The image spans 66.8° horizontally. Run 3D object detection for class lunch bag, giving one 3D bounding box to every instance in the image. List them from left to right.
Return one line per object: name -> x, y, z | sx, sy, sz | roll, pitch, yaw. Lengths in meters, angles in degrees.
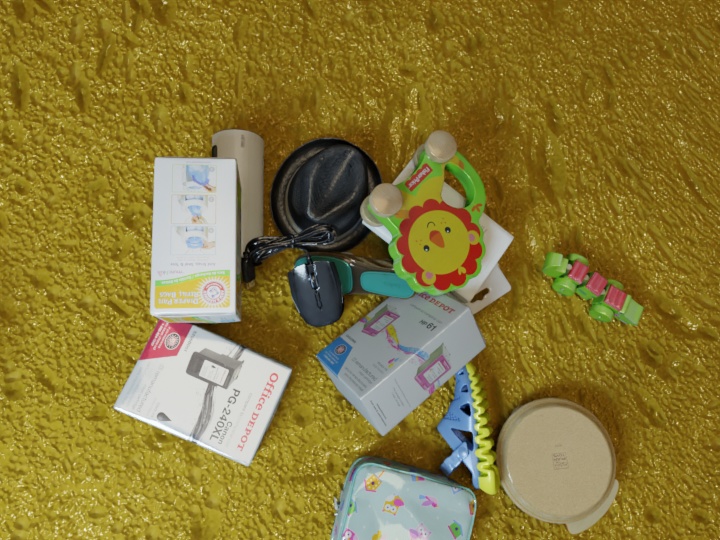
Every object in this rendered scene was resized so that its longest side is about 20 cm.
lunch bag -> 0.057, 0.367, 0.792 | 0.200, 0.077, 0.161 | 17, 79, -7

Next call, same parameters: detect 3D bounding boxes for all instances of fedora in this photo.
fedora -> -0.048, -0.127, 0.853 | 0.200, 0.092, 0.201 | 2, 79, -10

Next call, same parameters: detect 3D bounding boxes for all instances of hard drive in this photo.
hard drive -> 0.120, -0.062, 0.836 | 0.200, 0.026, 0.132 | 38, 73, 0

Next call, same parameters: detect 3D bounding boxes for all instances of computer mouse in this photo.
computer mouse -> -0.091, 0.028, 0.776 | 0.140, 0.200, 0.046 | -10, 44, -7

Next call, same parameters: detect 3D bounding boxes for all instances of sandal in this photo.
sandal -> 0.157, 0.237, 0.837 | 0.087, 0.079, 0.200 | -10, 69, 20

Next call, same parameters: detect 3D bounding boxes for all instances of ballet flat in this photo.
ballet flat -> 0.000, 0.000, 0.842 | 0.200, 0.072, 0.068 | 5, 114, 17

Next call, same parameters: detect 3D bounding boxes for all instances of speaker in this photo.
speaker -> -0.187, -0.106, 0.831 | 0.081, 0.081, 0.200 | 0, 80, -10

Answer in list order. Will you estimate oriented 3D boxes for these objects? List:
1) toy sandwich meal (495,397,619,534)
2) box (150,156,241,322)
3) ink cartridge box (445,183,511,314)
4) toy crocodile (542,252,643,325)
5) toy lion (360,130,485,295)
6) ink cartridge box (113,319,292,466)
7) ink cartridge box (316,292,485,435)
toy sandwich meal -> 0.307, 0.299, 0.859 | 0.205, 0.070, 0.206 | 0, 78, 1
box -> -0.210, -0.034, 0.716 | 0.101, 0.112, 0.200 | 0, 79, -9
ink cartridge box -> 0.137, -0.023, 0.882 | 0.116, 0.067, 0.200 | -30, 86, -15
toy crocodile -> 0.394, 0.029, 0.923 | 0.200, 0.062, 0.068 | 34, 76, -4
toy lion -> 0.111, -0.073, 0.792 | 0.192, 0.069, 0.200 | 45, 71, -4
ink cartridge box -> -0.213, 0.166, 0.774 | 0.200, 0.083, 0.145 | 24, 75, -4
ink cartridge box -> 0.058, 0.116, 0.794 | 0.200, 0.144, 0.085 | -36, 121, -15
